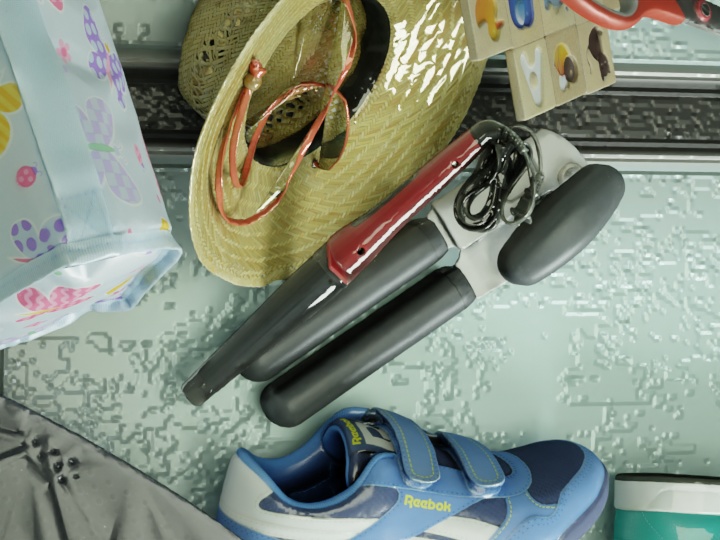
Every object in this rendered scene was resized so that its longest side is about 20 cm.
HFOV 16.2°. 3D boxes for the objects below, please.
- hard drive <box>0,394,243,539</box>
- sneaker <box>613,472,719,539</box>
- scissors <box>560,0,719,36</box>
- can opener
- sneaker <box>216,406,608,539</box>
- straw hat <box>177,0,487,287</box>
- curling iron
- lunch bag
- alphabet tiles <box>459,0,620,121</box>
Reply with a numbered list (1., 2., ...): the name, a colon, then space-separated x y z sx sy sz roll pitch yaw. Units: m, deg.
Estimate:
1. hard drive: -0.159 0.132 1.124 0.200 0.042 0.135 29 84 -3
2. sneaker: 0.218 0.168 1.253 0.199 0.084 0.121 6 87 -11
3. scissors: 0.153 -0.121 1.212 0.200 0.014 0.073 32 52 -34
4. can opener: 0.035 0.003 1.188 0.200 0.067 0.053 -35 104 -13
5. sneaker: 0.025 0.104 1.183 0.199 0.074 0.083 -12 111 -19
6. straw hat: -0.034 -0.095 1.144 0.201 0.085 0.202 -37 145 -32
7. curling iron: 0.000 0.000 1.146 0.200 0.026 0.050 -34 81 6
8. lunch bag: -0.154 -0.061 1.033 0.127 0.200 0.170 -18 86 -18
9. alphabet tiles: 0.079 -0.176 1.165 0.166 0.006 0.201 -27 109 -57
